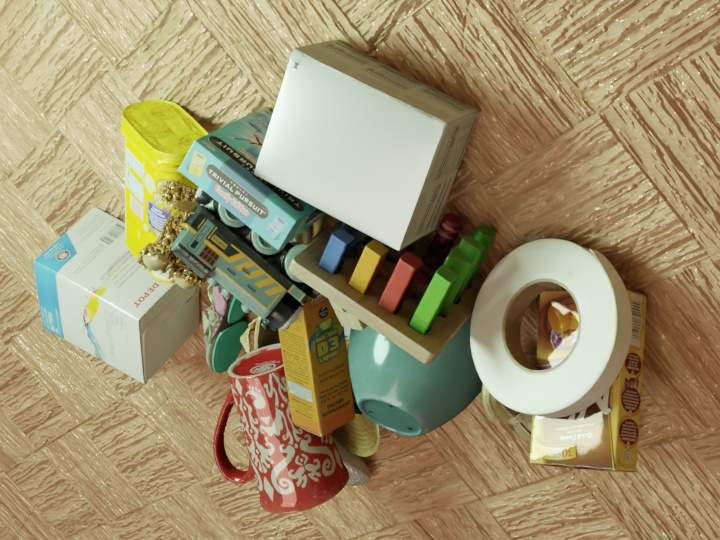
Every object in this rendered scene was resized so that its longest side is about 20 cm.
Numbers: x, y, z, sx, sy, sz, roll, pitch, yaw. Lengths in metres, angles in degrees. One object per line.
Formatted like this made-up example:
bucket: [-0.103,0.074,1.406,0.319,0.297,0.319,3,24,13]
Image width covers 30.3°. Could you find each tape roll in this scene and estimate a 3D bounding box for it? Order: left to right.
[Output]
tape roll: [0.214,0.065,1.513,0.201,0.206,0.037,-2,167,41]

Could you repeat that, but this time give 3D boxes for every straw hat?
straw hat: [-0.010,0.150,1.845,0.200,0.085,0.203,38,144,34]

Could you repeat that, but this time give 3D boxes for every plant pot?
plant pot: [0.063,0.127,1.677,0.197,0.136,0.201,22,155,11]

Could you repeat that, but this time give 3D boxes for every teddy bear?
teddy bear: [-0.198,-0.061,1.692,0.143,0.067,0.202,17,117,-19]

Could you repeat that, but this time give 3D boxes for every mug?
mug: [-0.124,0.221,1.836,0.134,0.175,0.203,-124,17,-72]

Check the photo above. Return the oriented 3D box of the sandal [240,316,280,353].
sandal: [-0.145,0.115,1.935,0.069,0.078,0.214,20,142,28]

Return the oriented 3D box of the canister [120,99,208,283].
canister: [-0.259,-0.103,1.765,0.148,0.086,0.203,43,138,41]

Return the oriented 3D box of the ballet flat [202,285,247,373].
ballet flat: [-0.200,0.062,1.948,0.071,0.069,0.202,45,141,25]

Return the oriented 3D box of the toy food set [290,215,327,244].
toy food set: [-0.138,-0.068,1.761,0.197,0.048,0.202,32,128,23]

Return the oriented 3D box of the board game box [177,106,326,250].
board game box: [-0.107,-0.115,1.589,0.150,0.200,0.047,38,116,5]

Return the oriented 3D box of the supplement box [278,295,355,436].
supplement box: [-0.060,0.108,1.732,0.068,0.066,0.203,16,122,48]

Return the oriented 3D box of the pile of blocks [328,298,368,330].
pile of blocks: [0.000,0.000,1.628,0.081,0.201,0.063,-23,112,8]

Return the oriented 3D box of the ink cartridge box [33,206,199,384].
ink cartridge box: [-0.359,0.036,1.982,0.198,0.147,0.147,26,138,19]

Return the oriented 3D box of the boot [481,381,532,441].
boot: [0.243,0.169,1.622,0.153,0.073,0.200,7,159,33]

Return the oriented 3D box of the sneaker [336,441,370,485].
sneaker: [-0.048,0.252,1.992,0.073,0.083,0.200,-15,138,35]

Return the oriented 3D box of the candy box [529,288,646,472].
candy box: [0.260,0.125,1.521,0.115,0.056,0.204,-2,81,40]

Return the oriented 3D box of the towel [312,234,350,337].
towel: [-0.053,0.013,1.804,0.198,0.024,0.148,31,139,14]

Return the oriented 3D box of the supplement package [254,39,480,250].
supplement package: [0.006,-0.144,1.498,0.198,0.111,0.158,28,113,17]

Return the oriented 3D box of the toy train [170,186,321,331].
toy train: [-0.135,-0.017,1.614,0.199,0.114,0.085,40,176,-13]

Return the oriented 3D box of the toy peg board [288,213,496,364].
toy peg board: [0.055,-0.021,1.563,0.198,0.200,0.099,34,123,10]
